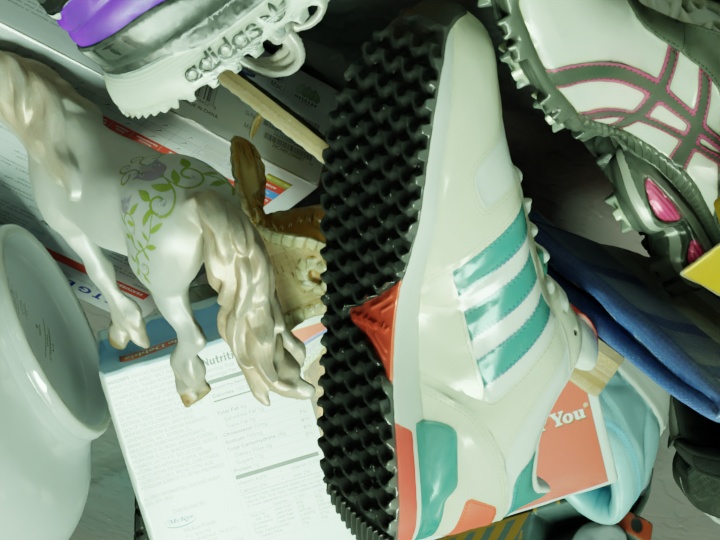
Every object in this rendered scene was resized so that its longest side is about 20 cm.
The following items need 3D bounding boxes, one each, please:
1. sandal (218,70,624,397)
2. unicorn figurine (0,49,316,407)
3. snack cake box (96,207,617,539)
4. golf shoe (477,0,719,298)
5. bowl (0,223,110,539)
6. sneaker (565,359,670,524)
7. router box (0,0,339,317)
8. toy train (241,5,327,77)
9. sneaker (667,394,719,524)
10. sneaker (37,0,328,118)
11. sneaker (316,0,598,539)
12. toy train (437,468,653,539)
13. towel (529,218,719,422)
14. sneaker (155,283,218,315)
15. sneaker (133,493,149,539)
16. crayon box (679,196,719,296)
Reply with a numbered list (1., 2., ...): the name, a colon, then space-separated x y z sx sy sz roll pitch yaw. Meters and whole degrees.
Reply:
1. sandal: 0.001 0.001 0.808 0.211 0.070 0.078 36 -176 -11
2. unicorn figurine: -0.097 -0.022 0.800 0.199 0.074 0.138 9 138 35
3. snack cake box: -0.002 0.057 0.889 0.198 0.067 0.116 -16 105 -4
4. golf shoe: 0.103 -0.080 0.759 0.088 0.078 0.200 -30 131 15
5. bowl: -0.164 0.042 0.875 0.090 0.202 0.201 -24 141 8
6. sneaker: 0.072 0.049 0.958 0.199 0.083 0.074 36 142 -29
7. router box: -0.137 -0.065 0.886 0.199 0.049 0.179 27 148 -22
8. toy train: -0.074 -0.151 0.712 0.199 0.056 0.150 32 149 -25
9. sneaker: 0.174 0.074 0.956 0.090 0.067 0.200 36 172 -8
10. sneaker: -0.021 -0.140 0.616 0.200 0.070 0.100 -38 116 5
11. sneaker: 0.040 0.002 0.753 0.093 0.202 0.070 -6 -162 -29
12. toy train: 0.073 0.146 1.097 0.085 0.115 0.199 30 147 -28
13. towel: 0.160 0.037 0.828 0.199 0.024 0.147 15 -161 -40
14. sneaker: -0.064 0.059 1.013 0.110 0.078 0.199 -10 164 31
15. sneaker: -0.066 0.119 1.120 0.087 0.077 0.200 2 178 7
16. crayon box: 0.219 -0.019 0.750 0.199 0.051 0.127 20 136 -37
